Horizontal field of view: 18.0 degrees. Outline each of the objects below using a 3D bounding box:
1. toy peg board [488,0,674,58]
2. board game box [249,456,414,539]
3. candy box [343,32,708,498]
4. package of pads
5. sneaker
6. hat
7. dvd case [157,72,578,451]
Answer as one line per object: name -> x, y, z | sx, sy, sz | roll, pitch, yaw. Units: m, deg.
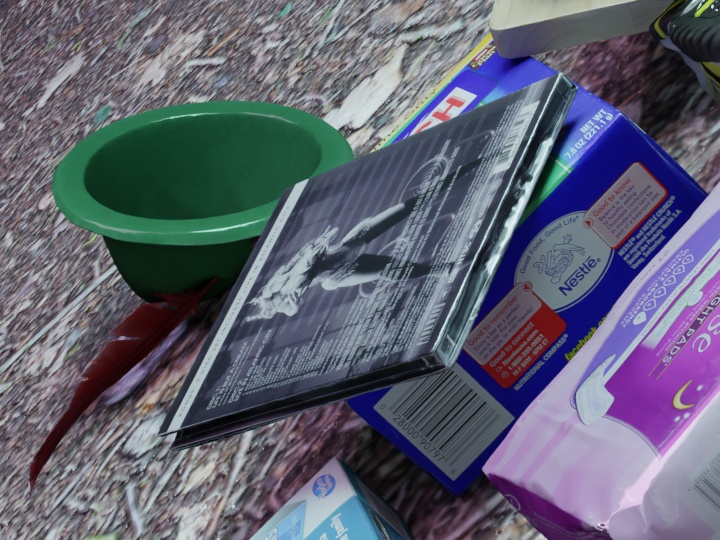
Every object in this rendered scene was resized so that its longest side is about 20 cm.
toy peg board -> 0.157, -0.209, 1.061 | 0.199, 0.098, 0.200 | -10, 34, 19
board game box -> -0.052, 0.184, 0.906 | 0.200, 0.047, 0.151 | -44, 21, 4
candy box -> 0.051, -0.011, 1.026 | 0.169, 0.077, 0.200 | -46, 20, 2
package of pads -> 0.143, 0.027, 0.783 | 0.200, 0.076, 0.120 | -48, 17, -8
sneaker -> 0.168, -0.094, 0.892 | 0.075, 0.076, 0.200 | -45, 1, 8
hat -> -0.097, 0.013, 1.349 | 0.199, 0.176, 0.166 | -1, 31, 7
dvd case -> 0.000, 0.000, 0.977 | 0.200, 0.016, 0.149 | -19, 37, 50
